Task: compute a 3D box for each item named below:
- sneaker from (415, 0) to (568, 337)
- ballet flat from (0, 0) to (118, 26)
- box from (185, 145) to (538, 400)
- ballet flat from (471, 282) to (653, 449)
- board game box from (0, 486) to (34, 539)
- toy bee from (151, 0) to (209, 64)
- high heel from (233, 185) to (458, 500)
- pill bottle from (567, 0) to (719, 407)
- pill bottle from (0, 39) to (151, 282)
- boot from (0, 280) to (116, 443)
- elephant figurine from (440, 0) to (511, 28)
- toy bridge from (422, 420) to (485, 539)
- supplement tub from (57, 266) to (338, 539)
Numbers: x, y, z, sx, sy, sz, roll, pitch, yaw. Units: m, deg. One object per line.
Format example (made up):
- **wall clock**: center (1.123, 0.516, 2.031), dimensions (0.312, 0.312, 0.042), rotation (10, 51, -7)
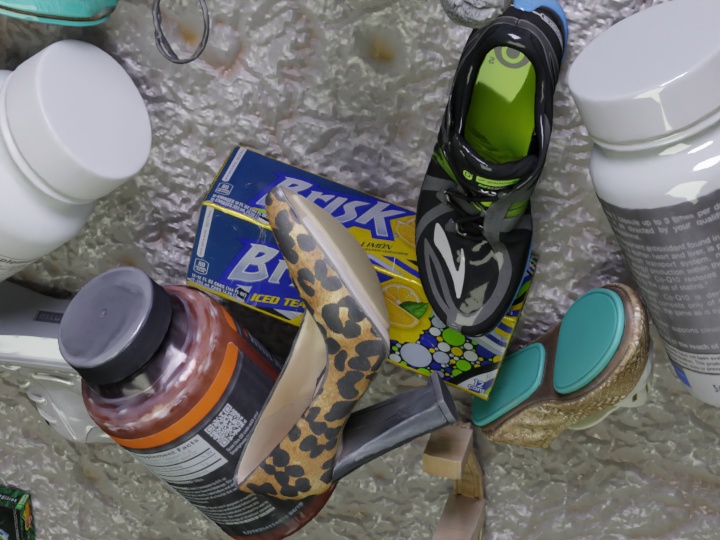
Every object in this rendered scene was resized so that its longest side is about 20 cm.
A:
- **sneaker**: center (0.066, -0.055, 1.104), dimensions (0.070, 0.083, 0.201), rotation (15, 115, 9)
- **ballet flat**: center (-0.234, -0.189, 1.153), dimensions (0.198, 0.067, 0.071), rotation (11, 116, 11)
- **box**: center (0.000, 0.000, 1.209), dimensions (0.198, 0.065, 0.070), rotation (20, 131, 4)
- **ballet flat**: center (0.134, 0.059, 1.185), dimensions (0.065, 0.071, 0.200), rotation (18, 159, -16)
- **board game box**: center (-0.295, 0.236, 1.536), dimensions (0.104, 0.024, 0.201), rotation (11, 129, 10)
- **toy bee**: center (-0.119, -0.207, 1.083), dimensions (0.130, 0.108, 0.202), rotation (-14, 96, 39)
- **high heel**: center (-0.046, 0.050, 1.154), dimensions (0.142, 0.072, 0.201), rotation (-25, 124, 12)
- **pill bottle**: center (0.189, -0.036, 1.074), dimensions (0.113, 0.114, 0.201), rotation (-12, 122, 28)
- **pill bottle**: center (-0.224, -0.056, 1.218), dimensions (0.199, 0.115, 0.115), rotation (-27, 113, 35)
- **boot**: center (-0.215, 0.068, 1.337), dimensions (0.198, 0.074, 0.096), rotation (10, 123, 12)
- **elephant figurine**: center (-0.002, -0.194, 0.965), dimensions (0.154, 0.201, 0.142), rotation (-22, 117, 33)
- **toy bridge**: center (0.064, 0.173, 1.317), dimensions (0.027, 0.067, 0.201), rotation (8, 130, 15)
- **supplement tub**: center (-0.100, 0.080, 1.250), dimensions (0.106, 0.108, 0.200), rotation (-13, 139, 29)
